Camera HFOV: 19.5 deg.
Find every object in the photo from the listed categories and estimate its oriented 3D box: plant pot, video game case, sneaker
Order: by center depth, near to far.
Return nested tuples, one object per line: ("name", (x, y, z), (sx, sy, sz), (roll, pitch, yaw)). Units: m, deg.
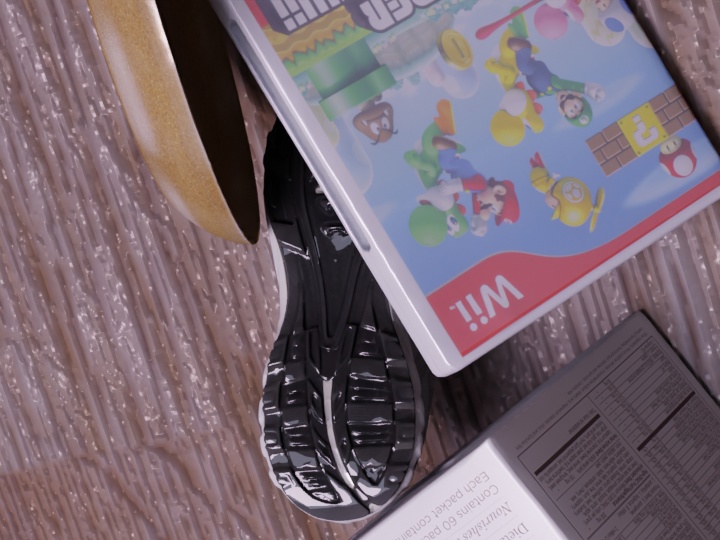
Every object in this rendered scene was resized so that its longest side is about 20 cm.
("video game case", (0.034, -0.082, 0.766), (0.200, 0.143, 0.017), (59, 157, -1))
("plant pot", (-0.078, -0.103, 0.782), (0.027, 0.200, 0.201), (-15, 101, 3))
("sneaker", (0.000, 0.000, 0.825), (0.074, 0.079, 0.201), (5, 80, 10))

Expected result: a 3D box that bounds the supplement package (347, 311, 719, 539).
("supplement package", (0.092, 0.154, 0.801), (0.152, 0.151, 0.200), (-42, 85, 33))
